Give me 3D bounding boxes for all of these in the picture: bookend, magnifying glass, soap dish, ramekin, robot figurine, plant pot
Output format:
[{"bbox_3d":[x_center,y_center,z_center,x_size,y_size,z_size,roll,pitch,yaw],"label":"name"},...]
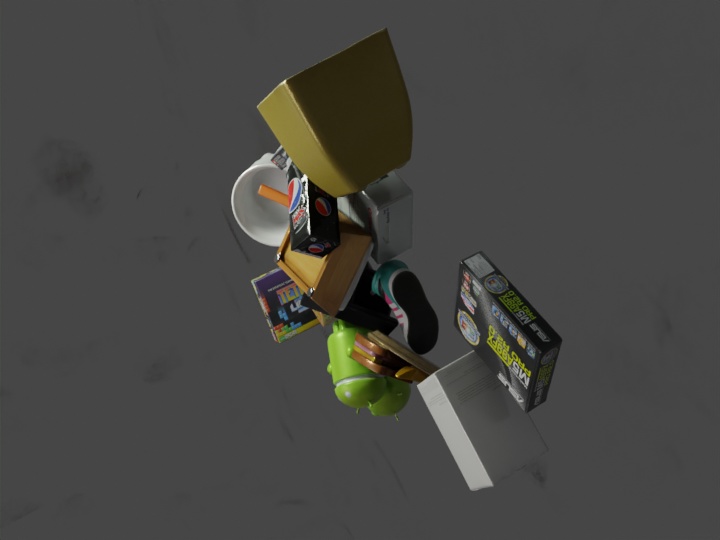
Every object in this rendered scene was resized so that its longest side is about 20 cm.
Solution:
[{"bbox_3d":[0.000,0.000,1.564,0.196,0.203,0.092,20,160,-5],"label":"bookend"},{"bbox_3d":[-0.132,-0.140,1.699,0.023,0.196,0.081,-73,8,-60],"label":"magnifying glass"},{"bbox_3d":[-0.073,-0.033,1.410,0.200,0.080,0.160,39,107,50],"label":"soap dish"},{"bbox_3d":[-0.189,-0.167,1.762,0.098,0.195,0.205,-74,-27,-60],"label":"ramekin"},{"bbox_3d":[0.039,0.250,1.761,0.200,0.113,0.179,46,142,44],"label":"robot figurine"},{"bbox_3d":[-0.007,0.197,1.638,0.175,0.113,0.205,135,129,-61],"label":"robot figurine"},{"bbox_3d":[-0.022,-0.236,1.246,0.203,0.193,0.194,61,162,-10],"label":"plant pot"}]

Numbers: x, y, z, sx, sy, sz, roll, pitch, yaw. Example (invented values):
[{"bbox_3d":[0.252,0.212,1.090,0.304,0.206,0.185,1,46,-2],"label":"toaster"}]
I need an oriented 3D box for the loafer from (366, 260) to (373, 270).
[{"bbox_3d":[-0.001,0.015,1.656,0.203,0.072,0.072,64,-174,9],"label":"loafer"}]

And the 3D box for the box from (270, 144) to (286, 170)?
[{"bbox_3d":[-0.122,-0.277,1.572,0.034,0.111,0.199,37,166,-13],"label":"box"}]

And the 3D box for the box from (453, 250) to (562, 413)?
[{"bbox_3d":[0.220,0.094,1.182,0.201,0.044,0.162,53,157,35],"label":"box"}]

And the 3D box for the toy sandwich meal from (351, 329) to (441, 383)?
[{"bbox_3d":[0.078,0.185,1.500,0.202,0.071,0.205,31,178,1],"label":"toy sandwich meal"}]

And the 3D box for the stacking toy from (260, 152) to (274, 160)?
[{"bbox_3d":[-0.238,-0.209,2.014,0.146,0.143,0.205,41,131,50],"label":"stacking toy"}]

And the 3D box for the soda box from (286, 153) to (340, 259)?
[{"bbox_3d":[-0.084,-0.129,1.336,0.063,0.070,0.205,-33,53,44],"label":"soda box"}]

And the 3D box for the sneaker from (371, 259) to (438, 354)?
[{"bbox_3d":[0.080,0.059,1.470,0.121,0.082,0.203,50,164,55],"label":"sneaker"}]

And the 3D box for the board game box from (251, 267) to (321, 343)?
[{"bbox_3d":[-0.153,0.062,1.931,0.169,0.197,0.057,68,163,-11],"label":"board game box"}]

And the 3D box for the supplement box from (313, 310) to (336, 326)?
[{"bbox_3d":[-0.073,0.070,1.687,0.067,0.068,0.200,56,174,10],"label":"supplement box"}]

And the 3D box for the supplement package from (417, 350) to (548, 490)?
[{"bbox_3d":[0.202,0.249,1.299,0.203,0.119,0.120,62,162,12],"label":"supplement package"}]

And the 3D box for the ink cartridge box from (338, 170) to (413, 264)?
[{"bbox_3d":[0.013,-0.134,1.414,0.201,0.082,0.148,52,157,35],"label":"ink cartridge box"}]
